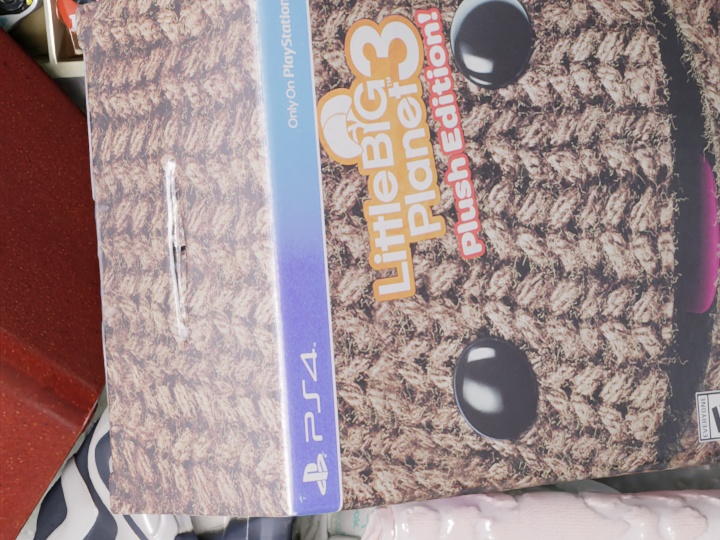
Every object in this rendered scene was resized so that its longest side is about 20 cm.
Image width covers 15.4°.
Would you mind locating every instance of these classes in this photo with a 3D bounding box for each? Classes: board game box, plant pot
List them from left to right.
[{"bbox_3d":[-0.182,0.016,0.954,0.175,0.200,0.201,28,122,-8],"label":"plant pot"},{"bbox_3d":[0.022,-0.011,0.846,0.097,0.199,0.161,-5,89,52],"label":"board game box"}]

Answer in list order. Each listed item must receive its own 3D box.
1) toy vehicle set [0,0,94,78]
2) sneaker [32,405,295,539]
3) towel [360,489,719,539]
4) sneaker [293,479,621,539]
[{"bbox_3d":[-0.087,-0.137,0.988,0.198,0.027,0.125,-3,103,14],"label":"toy vehicle set"},{"bbox_3d":[-0.064,0.136,0.911,0.079,0.129,0.201,-15,91,-24],"label":"sneaker"},{"bbox_3d":[0.082,0.143,0.933,0.198,0.032,0.192,0,135,-17],"label":"towel"},{"bbox_3d":[0.004,0.091,0.974,0.199,0.080,0.071,-3,71,30],"label":"sneaker"}]
